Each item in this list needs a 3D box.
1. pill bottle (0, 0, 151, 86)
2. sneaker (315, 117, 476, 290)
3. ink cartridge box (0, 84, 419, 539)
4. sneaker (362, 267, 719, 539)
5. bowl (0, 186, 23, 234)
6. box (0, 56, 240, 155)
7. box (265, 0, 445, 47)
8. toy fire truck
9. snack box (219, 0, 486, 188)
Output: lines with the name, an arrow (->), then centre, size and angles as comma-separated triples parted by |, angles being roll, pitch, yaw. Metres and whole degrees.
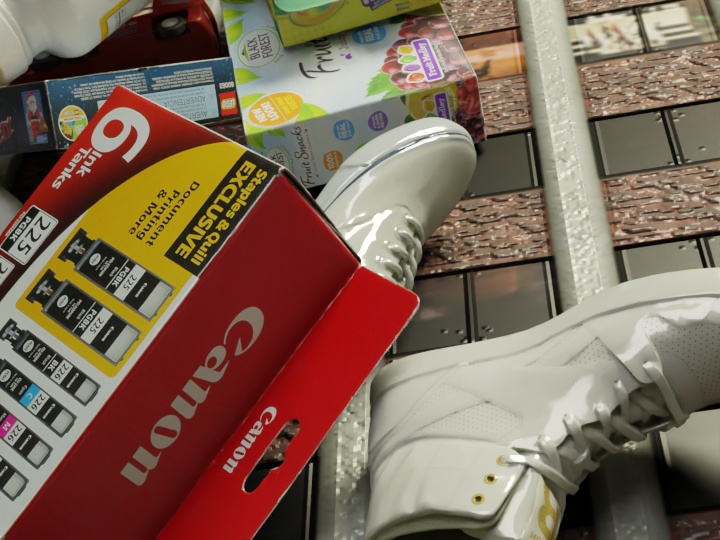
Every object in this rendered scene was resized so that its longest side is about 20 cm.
pill bottle -> -0.173, -0.207, 0.903 | 0.200, 0.105, 0.104 | -43, 45, -19
sneaker -> 0.000, 0.000, 0.731 | 0.200, 0.073, 0.071 | -44, 47, -19
ink cartridge box -> -0.100, 0.038, 0.644 | 0.175, 0.084, 0.201 | 27, 77, 40
sneaker -> 0.091, 0.075, 0.591 | 0.199, 0.074, 0.116 | -20, 36, 23
bowl -> -0.267, 0.001, 0.795 | 0.199, 0.091, 0.202 | -9, 37, 7
box -> -0.189, -0.093, 0.847 | 0.199, 0.038, 0.136 | 0, 12, 42
box -> -0.012, -0.208, 0.925 | 0.116, 0.049, 0.200 | -16, 32, -2
toy fire truck -> -0.200, -0.168, 1.018 | 0.198, 0.049, 0.142 | -14, 38, 1
snack box -> -0.012, -0.134, 0.910 | 0.141, 0.053, 0.201 | -16, 36, 0
